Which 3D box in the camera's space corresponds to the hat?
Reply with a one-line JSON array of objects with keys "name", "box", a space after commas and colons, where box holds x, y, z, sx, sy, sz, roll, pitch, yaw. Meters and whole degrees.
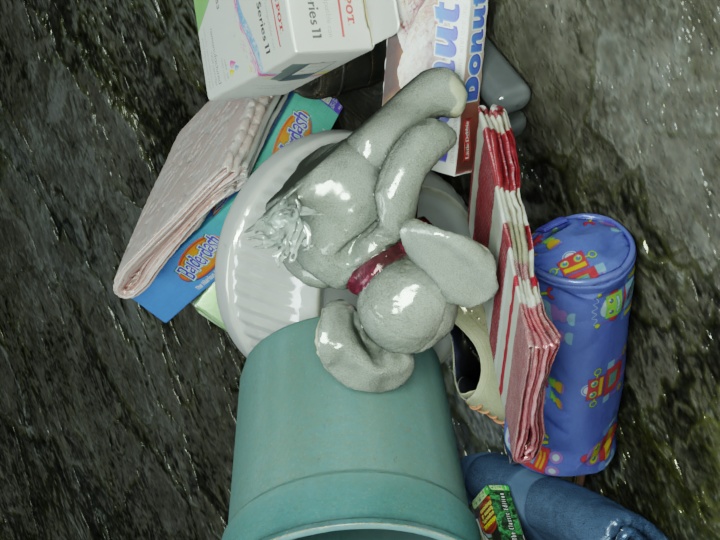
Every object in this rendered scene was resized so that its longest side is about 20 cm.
[{"name": "hat", "box": [-0.037, -0.194, 1.821, 0.201, 0.081, 0.201, 51, 152, 41]}]

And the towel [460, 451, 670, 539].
[{"name": "towel", "box": [0.153, 0.184, 1.665, 0.112, 0.049, 0.200, 47, 166, -29]}]

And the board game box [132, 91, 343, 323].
[{"name": "board game box", "box": [-0.103, -0.060, 1.937, 0.045, 0.152, 0.200, 37, 140, -13]}]

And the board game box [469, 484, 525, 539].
[{"name": "board game box", "box": [0.065, 0.252, 1.681, 0.200, 0.023, 0.105, -55, 42, 42]}]

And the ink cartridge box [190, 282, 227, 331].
[{"name": "ink cartridge box", "box": [-0.099, -0.025, 2.037, 0.048, 0.146, 0.200, 36, 178, -10]}]

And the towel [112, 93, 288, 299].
[{"name": "towel", "box": [-0.123, -0.090, 1.911, 0.032, 0.200, 0.191, 35, 133, -15]}]

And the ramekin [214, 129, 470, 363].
[{"name": "ramekin", "box": [0.000, 0.000, 1.758, 0.105, 0.200, 0.200, 21, 128, 50]}]

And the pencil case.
[{"name": "pencil case", "box": [0.143, 0.053, 1.610, 0.087, 0.078, 0.200, 40, 143, 36]}]

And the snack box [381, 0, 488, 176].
[{"name": "snack box", "box": [0.053, -0.171, 1.613, 0.072, 0.024, 0.200, 17, 111, 37]}]

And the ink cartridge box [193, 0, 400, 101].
[{"name": "ink cartridge box", "box": [-0.051, -0.201, 1.683, 0.200, 0.067, 0.117, -19, 79, 61]}]

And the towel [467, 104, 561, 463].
[{"name": "towel", "box": [0.099, 0.008, 1.544, 0.144, 0.023, 0.200, 93, 170, -55]}]

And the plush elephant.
[{"name": "plush elephant", "box": [0.021, -0.015, 1.568, 0.165, 0.200, 0.155, -35, 98, 36]}]

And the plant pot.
[{"name": "plant pot", "box": [-0.009, 0.150, 1.638, 0.200, 0.200, 0.196, 100, 170, -51]}]

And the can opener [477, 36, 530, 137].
[{"name": "can opener", "box": [0.044, -0.165, 1.673, 0.200, 0.067, 0.053, 54, 152, 35]}]

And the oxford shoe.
[{"name": "oxford shoe", "box": [0.106, 0.089, 1.718, 0.071, 0.074, 0.200, 14, 132, 62]}]
